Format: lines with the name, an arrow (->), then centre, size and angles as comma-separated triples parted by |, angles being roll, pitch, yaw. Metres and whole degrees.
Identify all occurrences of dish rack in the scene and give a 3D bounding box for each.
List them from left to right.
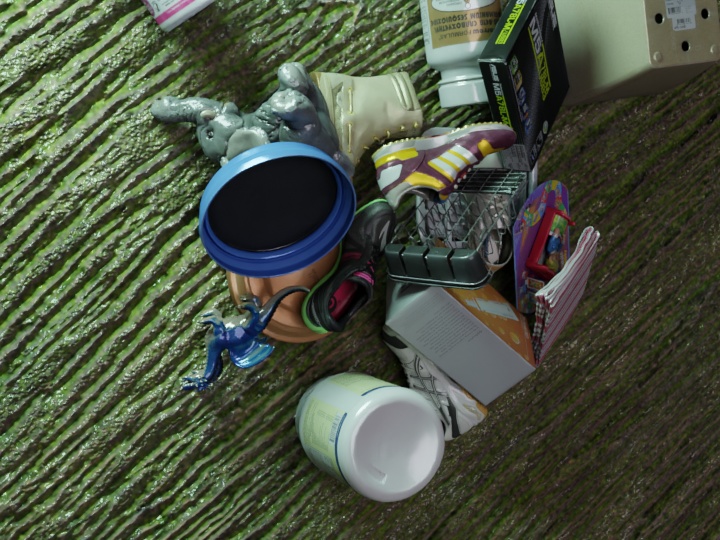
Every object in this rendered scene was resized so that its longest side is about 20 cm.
dish rack -> 0.132, -0.064, 1.334 | 0.200, 0.153, 0.055 | -54, 134, -34
dish rack -> 0.163, -0.118, 1.462 | 0.200, 0.044, 0.172 | -2, 93, -24

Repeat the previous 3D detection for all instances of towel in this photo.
towel -> 0.290, 0.041, 1.461 | 0.030, 0.200, 0.146 | 30, 64, 19

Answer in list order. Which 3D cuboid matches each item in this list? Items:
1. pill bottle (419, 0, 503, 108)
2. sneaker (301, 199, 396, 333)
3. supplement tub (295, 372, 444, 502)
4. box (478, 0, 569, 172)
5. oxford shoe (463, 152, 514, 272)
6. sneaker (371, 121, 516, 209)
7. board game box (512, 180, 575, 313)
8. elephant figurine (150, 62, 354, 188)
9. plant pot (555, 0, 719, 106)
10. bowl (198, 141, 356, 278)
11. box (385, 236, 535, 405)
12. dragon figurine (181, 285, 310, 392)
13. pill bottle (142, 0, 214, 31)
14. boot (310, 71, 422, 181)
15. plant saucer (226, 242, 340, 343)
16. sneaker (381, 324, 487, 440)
pill bottle -> 0.145, -0.331, 1.401 | 0.114, 0.114, 0.200 | -10, 97, -23
sneaker -> 0.000, 0.000, 1.336 | 0.077, 0.084, 0.200 | 32, 82, -36
supplement tub -> 0.005, 0.212, 1.326 | 0.145, 0.200, 0.145 | -1, 94, -24
box -> 0.232, -0.273, 1.400 | 0.193, 0.047, 0.200 | -59, 144, -32
oxford shoe -> 0.184, -0.091, 1.420 | 0.075, 0.058, 0.200 | -3, 93, -23
sneaker -> 0.118, -0.135, 1.335 | 0.200, 0.075, 0.090 | -14, 82, -10
board game box -> 0.282, -0.031, 1.472 | 0.158, 0.039, 0.200 | -35, 129, -40
elephant figurine -> -0.139, -0.169, 1.283 | 0.200, 0.142, 0.155 | -25, 64, 13
plant pot -> 0.416, -0.359, 1.487 | 0.200, 0.177, 0.200 | -11, 98, -23
bowl -> -0.105, -0.076, 1.255 | 0.200, 0.039, 0.201 | -14, 138, -13
box -> 0.138, 0.070, 1.402 | 0.200, 0.124, 0.097 | 40, 116, -21
dragon figurine -> -0.148, 0.088, 1.308 | 0.200, 0.059, 0.100 | -23, 106, -3
pill bottle -> -0.250, -0.404, 1.223 | 0.113, 0.113, 0.200 | -39, 107, -17
boot -> 0.013, -0.174, 1.374 | 0.155, 0.073, 0.200 | -6, 84, -24
plant saucer -> -0.082, 0.000, 1.367 | 0.200, 0.032, 0.201 | -2, 95, -24
sneaker -> 0.089, 0.162, 1.430 | 0.088, 0.076, 0.200 | -42, 98, 8
